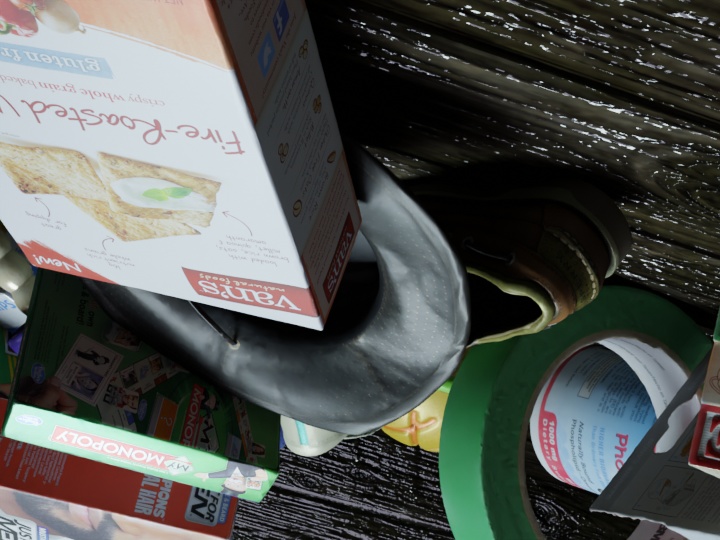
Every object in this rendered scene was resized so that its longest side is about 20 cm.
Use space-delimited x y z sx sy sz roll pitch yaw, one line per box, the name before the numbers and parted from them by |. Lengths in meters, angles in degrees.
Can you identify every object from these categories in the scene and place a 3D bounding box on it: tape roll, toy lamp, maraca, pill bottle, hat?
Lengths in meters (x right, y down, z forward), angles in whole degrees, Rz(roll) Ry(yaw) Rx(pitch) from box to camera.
tape roll | 0.142 0.111 0.787 0.198 0.203 0.048 19 169 -26
toy lamp | -0.208 -0.019 0.728 0.201 0.058 0.058 53 159 -12
maraca | 0.081 0.100 1.084 0.198 0.108 0.137 18 177 -17
pill bottle | 0.222 0.120 0.935 0.108 0.110 0.199 21 174 -33
hat | -0.035 -0.021 0.604 0.198 0.081 0.203 13 131 15

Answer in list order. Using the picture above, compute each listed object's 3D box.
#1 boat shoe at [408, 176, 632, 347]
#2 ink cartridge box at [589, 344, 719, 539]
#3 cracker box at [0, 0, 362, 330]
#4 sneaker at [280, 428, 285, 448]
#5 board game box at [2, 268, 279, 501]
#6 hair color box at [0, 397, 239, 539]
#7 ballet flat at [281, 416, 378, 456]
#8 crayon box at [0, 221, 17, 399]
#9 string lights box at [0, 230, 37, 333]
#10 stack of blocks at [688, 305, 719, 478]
boat shoe | 0.043 0.001 0.657 0.072 0.068 0.199 49 152 -15
ink cartridge box | 0.236 0.095 0.694 0.050 0.161 0.199 49 158 -14
cracker box | -0.081 -0.060 0.452 0.132 0.058 0.201 11 153 16
sneaker | -0.102 0.063 0.802 0.200 0.081 0.115 51 170 -34
board game box | -0.106 0.019 0.700 0.133 0.202 0.029 19 131 -18
hair color box | -0.180 0.149 0.853 0.197 0.065 0.111 13 144 -3
ballet flat | 0.014 0.063 0.841 0.069 0.070 0.199 7 -159 35
crayon box | -0.205 0.054 0.939 0.058 0.174 0.199 -28 130 33
string lights box | -0.153 0.033 0.887 0.059 0.104 0.200 -8 138 48
stack of blocks | 0.250 0.050 0.550 0.198 0.117 0.058 7 168 42
